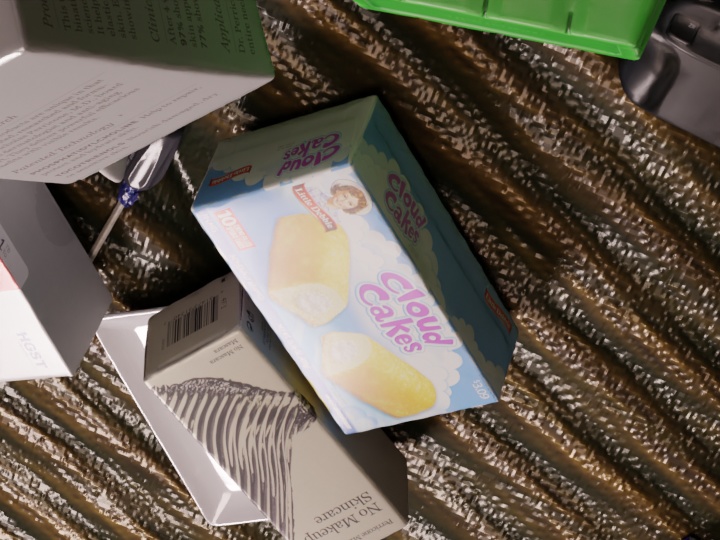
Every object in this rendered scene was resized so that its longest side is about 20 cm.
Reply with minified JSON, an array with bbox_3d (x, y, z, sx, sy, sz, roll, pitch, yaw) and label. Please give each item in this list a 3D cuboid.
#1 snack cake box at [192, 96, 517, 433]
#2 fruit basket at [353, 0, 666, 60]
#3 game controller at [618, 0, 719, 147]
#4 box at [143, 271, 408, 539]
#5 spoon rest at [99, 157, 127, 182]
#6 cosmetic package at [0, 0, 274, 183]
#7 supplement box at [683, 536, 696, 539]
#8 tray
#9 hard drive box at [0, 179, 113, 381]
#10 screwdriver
[{"bbox_3d":[0.000,0.000,1.594,0.114,0.067,0.200,-13,126,29],"label":"snack cake box"},{"bbox_3d":[0.086,-0.225,1.345,0.214,0.155,0.217,0,90,8],"label":"fruit basket"},{"bbox_3d":[0.245,-0.093,1.464,0.199,0.042,0.104,26,149,-5],"label":"game controller"},{"bbox_3d":[-0.053,0.098,1.685,0.082,0.069,0.200,-29,122,19],"label":"box"},{"bbox_3d":[-0.210,-0.127,1.550,0.061,0.099,0.200,-39,110,2],"label":"spoon rest"},{"bbox_3d":[-0.184,-0.156,1.394,0.166,0.169,0.199,-23,164,35],"label":"cosmetic package"},{"bbox_3d":[0.193,0.286,1.780,0.103,0.102,0.200,34,133,-13],"label":"supplement box"},{"bbox_3d":[-0.094,0.093,1.754,0.107,0.022,0.201,-8,128,26],"label":"tray"},{"bbox_3d":[-0.286,-0.005,1.681,0.199,0.077,0.156,-7,129,29],"label":"hard drive box"},{"bbox_3d":[-0.153,-0.033,1.656,0.029,0.028,0.200,45,138,15],"label":"screwdriver"}]
